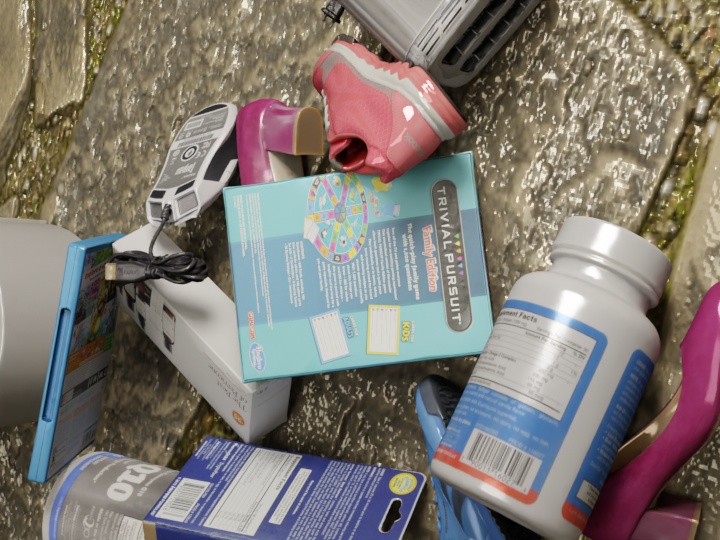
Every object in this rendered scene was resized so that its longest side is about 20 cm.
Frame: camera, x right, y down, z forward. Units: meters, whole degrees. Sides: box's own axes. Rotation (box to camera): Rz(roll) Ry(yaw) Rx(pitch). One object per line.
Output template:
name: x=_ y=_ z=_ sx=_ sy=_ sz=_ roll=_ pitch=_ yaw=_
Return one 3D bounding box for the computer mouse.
computer mouse: x=-0.145 y=-0.064 z=0.915 sx=0.108 sy=0.044 sz=0.202 roll=-9 pitch=47 yaw=36

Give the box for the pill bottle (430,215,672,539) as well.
pill bottle: x=0.136 y=0.071 z=0.719 sx=0.111 sy=0.112 sz=0.202 roll=22 pitch=79 yaw=29

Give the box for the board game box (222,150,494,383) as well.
board game box: x=0.000 y=0.000 z=0.822 sx=0.197 sy=0.047 sz=0.154 roll=-7 pitch=85 yaw=8

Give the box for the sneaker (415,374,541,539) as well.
sneaker: x=0.077 y=0.180 z=0.800 sx=0.078 sy=0.066 sz=0.202 roll=-35 pitch=72 yaw=30

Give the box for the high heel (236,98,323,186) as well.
high heel: x=-0.082 y=-0.045 z=0.909 sx=0.095 sy=0.067 sz=0.204 roll=11 pitch=102 yaw=47

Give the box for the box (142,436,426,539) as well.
box: x=-0.056 y=0.189 z=0.832 sx=0.197 sy=0.121 sz=0.033 roll=6 pitch=116 yaw=17

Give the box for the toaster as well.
toaster: x=0.061 y=-0.230 z=0.791 sx=0.200 sy=0.113 sz=0.130 roll=-48 pitch=69 yaw=20

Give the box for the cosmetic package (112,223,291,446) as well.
cosmetic package: x=-0.142 y=0.054 z=0.925 sx=0.200 sy=0.050 sz=0.083 roll=42 pitch=147 yaw=26

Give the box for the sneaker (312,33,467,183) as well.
sneaker: x=-0.003 y=-0.120 z=0.803 sx=0.087 sy=0.074 sz=0.200 roll=-47 pitch=30 yaw=-4

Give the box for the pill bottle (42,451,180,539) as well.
pill bottle: x=-0.171 y=0.232 z=0.923 sx=0.197 sy=0.113 sz=0.116 roll=7 pitch=93 yaw=31

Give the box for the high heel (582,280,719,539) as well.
high heel: x=0.197 y=0.099 z=0.723 sx=0.095 sy=0.067 sz=0.203 roll=13 pitch=99 yaw=20

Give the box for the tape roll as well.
tape roll: x=-0.361 y=0.052 z=1.029 sx=0.200 sy=0.139 sz=0.206 roll=0 pitch=90 yaw=31

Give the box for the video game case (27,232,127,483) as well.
video game case: x=-0.247 y=0.071 z=0.937 sx=0.018 sy=0.143 sz=0.203 roll=12 pitch=96 yaw=2
